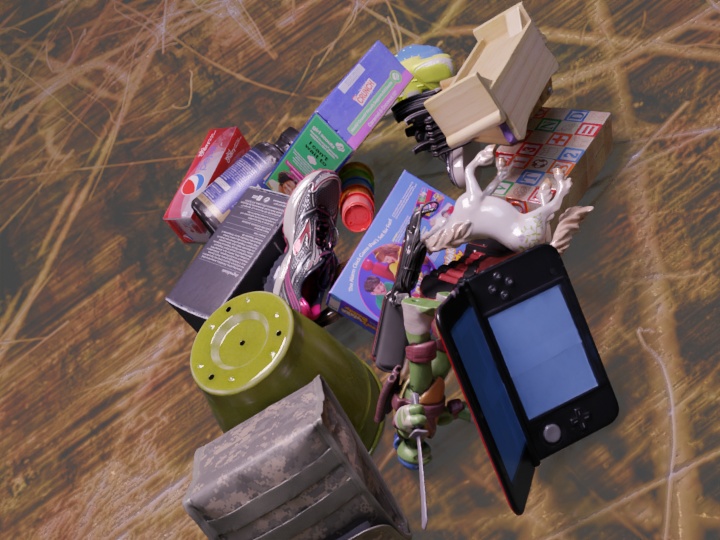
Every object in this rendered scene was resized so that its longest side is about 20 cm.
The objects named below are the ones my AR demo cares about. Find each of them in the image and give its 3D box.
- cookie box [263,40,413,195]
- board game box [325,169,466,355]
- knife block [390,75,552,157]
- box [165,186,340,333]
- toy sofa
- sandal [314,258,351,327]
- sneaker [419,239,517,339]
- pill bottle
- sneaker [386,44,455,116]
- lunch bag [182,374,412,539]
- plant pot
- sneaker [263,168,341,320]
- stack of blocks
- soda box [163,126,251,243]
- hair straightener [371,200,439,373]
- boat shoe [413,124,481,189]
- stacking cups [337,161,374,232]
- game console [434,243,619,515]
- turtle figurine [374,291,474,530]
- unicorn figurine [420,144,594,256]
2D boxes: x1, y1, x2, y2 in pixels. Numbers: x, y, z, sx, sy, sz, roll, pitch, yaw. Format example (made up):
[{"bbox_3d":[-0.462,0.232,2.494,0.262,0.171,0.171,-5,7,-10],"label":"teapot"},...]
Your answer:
[{"bbox_3d":[-0.033,-0.193,1.069,0.172,0.075,0.200,-54,7,-33],"label":"cookie box"},{"bbox_3d":[0.063,-0.010,0.976,0.133,0.045,0.202,31,67,4],"label":"board game box"},{"bbox_3d":[0.147,-0.232,1.053,0.173,0.065,0.200,15,50,36],"label":"knife block"},{"bbox_3d":[-0.139,0.015,1.040,0.103,0.149,0.201,17,62,37],"label":"box"},{"bbox_3d":[0.164,-0.228,0.934,0.082,0.098,0.201,-19,29,43],"label":"toy sofa"},{"bbox_3d":[0.000,0.000,1.019,0.200,0.055,0.082,-46,6,-14],"label":"sandal"},{"bbox_3d":[0.147,0.018,0.941,0.198,0.088,0.073,-30,34,-32],"label":"sneaker"},{"bbox_3d":[-0.156,-0.126,1.192,0.200,0.112,0.112,-43,46,-9],"label":"pill bottle"},{"bbox_3d":[0.060,-0.315,1.271,0.196,0.077,0.106,-12,36,10],"label":"sneaker"},{"bbox_3d":[-0.056,0.243,0.777,0.162,0.202,0.118,-30,18,6],"label":"lunch bag"},{"bbox_3d":[-0.094,0.130,0.888,0.197,0.194,0.203,-15,47,16],"label":"plant pot"},{"bbox_3d":[-0.056,-0.029,0.974,0.074,0.080,0.204,4,78,45],"label":"sneaker"},{"bbox_3d":[0.234,-0.130,0.992,0.114,0.059,0.200,14,49,35],"label":"stack of blocks"},{"bbox_3d":[-0.251,-0.145,1.289,0.062,0.070,0.203,0,54,29],"label":"soda box"},{"bbox_3d":[0.056,0.020,0.867,0.077,0.040,0.204,-124,51,-78],"label":"hair straightener"},{"bbox_3d":[0.123,-0.182,1.122,0.091,0.075,0.202,-14,39,24],"label":"boat shoe"},{"bbox_3d":[-0.001,-0.102,1.067,0.060,0.061,0.200,-27,19,5],"label":"stacking cups"},{"bbox_3d":[0.167,0.095,0.739,0.170,0.203,0.119,-23,4,-8],"label":"game console"},{"bbox_3d":[0.099,0.131,0.804,0.141,0.198,0.200,0,9,-16],"label":"turtle figurine"},{"bbox_3d":[0.151,-0.065,0.878,0.198,0.074,0.139,21,80,35],"label":"unicorn figurine"}]
